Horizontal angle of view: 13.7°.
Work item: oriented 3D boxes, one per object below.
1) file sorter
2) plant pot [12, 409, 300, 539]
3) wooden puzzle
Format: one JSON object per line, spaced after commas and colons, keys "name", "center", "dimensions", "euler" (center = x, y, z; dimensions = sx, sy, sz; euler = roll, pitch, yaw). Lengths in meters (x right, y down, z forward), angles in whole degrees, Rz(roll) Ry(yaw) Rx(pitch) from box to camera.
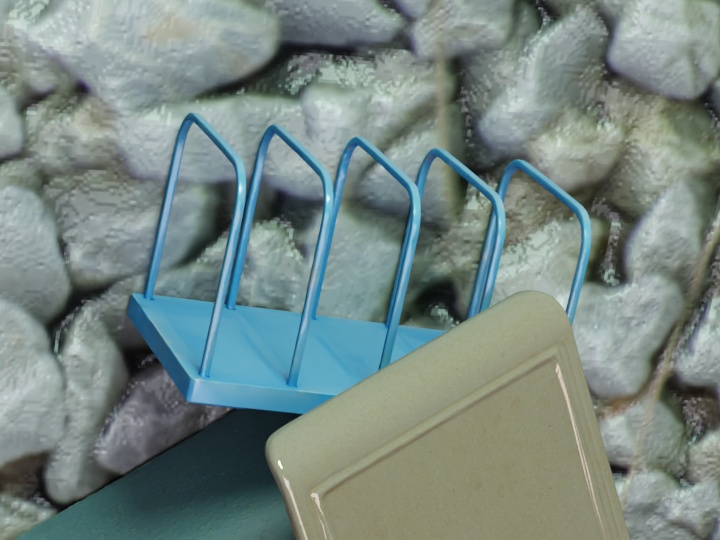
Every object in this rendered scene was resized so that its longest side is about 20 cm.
{"name": "file sorter", "center": [0.000, 0.000, 1.542], "dimensions": [0.200, 0.139, 0.123], "euler": [7, 105, -19]}
{"name": "plant pot", "center": [-0.048, 0.216, 1.575], "dimensions": [0.196, 0.200, 0.197], "euler": [-31, 117, -4]}
{"name": "wooden puzzle", "center": [0.051, 0.134, 1.481], "dimensions": [0.185, 0.037, 0.200], "euler": [-29, 108, -30]}
